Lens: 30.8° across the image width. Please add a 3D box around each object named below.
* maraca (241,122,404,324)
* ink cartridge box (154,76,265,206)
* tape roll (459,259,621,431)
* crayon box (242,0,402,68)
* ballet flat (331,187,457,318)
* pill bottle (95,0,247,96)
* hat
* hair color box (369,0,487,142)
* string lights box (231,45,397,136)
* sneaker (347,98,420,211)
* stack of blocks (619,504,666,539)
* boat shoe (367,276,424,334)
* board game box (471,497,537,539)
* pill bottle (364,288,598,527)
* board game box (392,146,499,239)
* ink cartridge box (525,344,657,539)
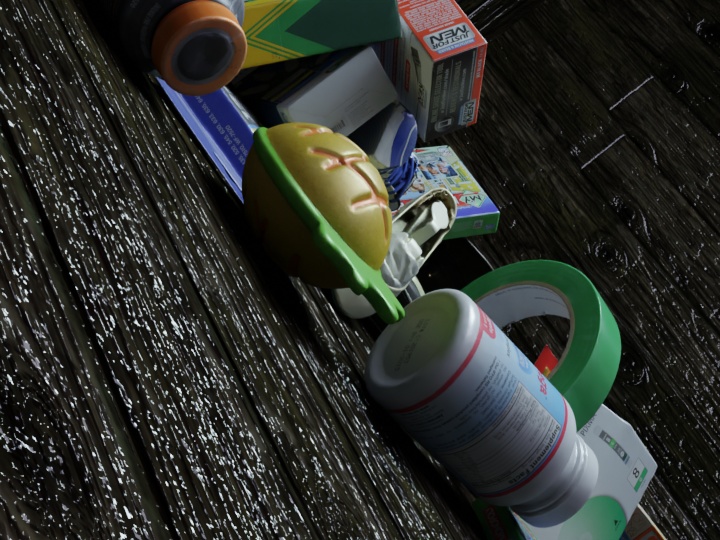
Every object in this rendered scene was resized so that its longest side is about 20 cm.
[{"bbox_3d":[-0.026,-0.036,0.982,0.137,0.107,0.201,39,14,-44],"label":"maraca"},{"bbox_3d":[-0.088,-0.090,1.147,0.199,0.047,0.200,55,3,1],"label":"ink cartridge box"},{"bbox_3d":[0.140,0.083,1.207,0.048,0.200,0.201,49,6,-36],"label":"tape roll"},{"bbox_3d":[-0.079,-0.238,1.237,0.200,0.170,0.059,-148,-134,-64],"label":"crayon box"},{"bbox_3d":[0.039,-0.023,1.228,0.070,0.069,0.200,52,38,-8],"label":"ballet flat"},{"bbox_3d":[-0.157,-0.224,1.034,0.201,0.106,0.106,58,7,37],"label":"pill bottle"},{"bbox_3d":[0.067,0.025,1.479,0.200,0.080,0.203,33,-44,38],"label":"hat"},{"bbox_3d":[0.044,-0.237,1.267,0.112,0.063,0.201,93,-28,-55],"label":"hair color box"},{"bbox_3d":[-0.057,-0.170,1.267,0.059,0.102,0.200,58,-15,-24],"label":"string lights box"},{"bbox_3d":[0.023,-0.118,1.309,0.114,0.081,0.199,31,-10,-23],"label":"sneaker"},{"bbox_3d":[0.233,0.261,1.385,0.201,0.115,0.059,52,5,-14],"label":"stack of blocks"},{"bbox_3d":[0.000,-0.001,1.285,0.202,0.071,0.066,60,29,-8],"label":"boat shoe"},{"bbox_3d":[0.172,0.288,1.100,0.201,0.029,0.135,52,4,-18],"label":"board game box"},{"bbox_3d":[0.103,0.116,1.045,0.200,0.109,0.109,45,8,-27],"label":"pill bottle"},{"bbox_3d":[0.033,-0.079,1.412,0.135,0.197,0.029,-122,-147,-45],"label":"board game box"},{"bbox_3d":[0.198,0.195,1.253,0.050,0.162,0.200,13,-30,45],"label":"ink cartridge box"}]
